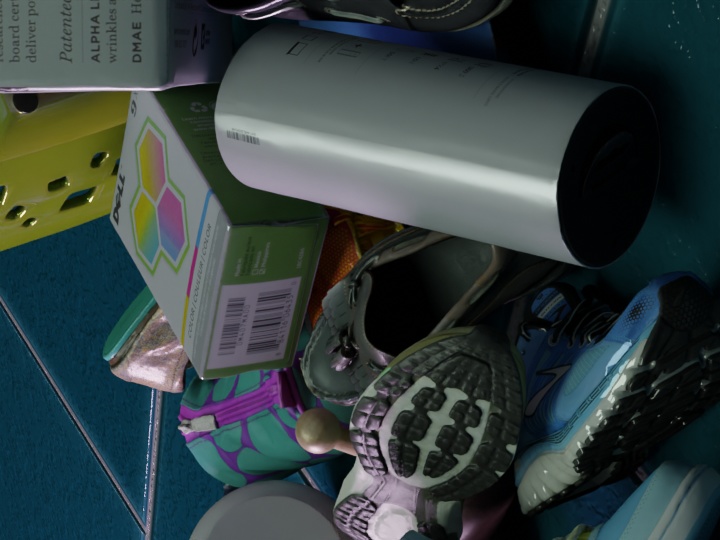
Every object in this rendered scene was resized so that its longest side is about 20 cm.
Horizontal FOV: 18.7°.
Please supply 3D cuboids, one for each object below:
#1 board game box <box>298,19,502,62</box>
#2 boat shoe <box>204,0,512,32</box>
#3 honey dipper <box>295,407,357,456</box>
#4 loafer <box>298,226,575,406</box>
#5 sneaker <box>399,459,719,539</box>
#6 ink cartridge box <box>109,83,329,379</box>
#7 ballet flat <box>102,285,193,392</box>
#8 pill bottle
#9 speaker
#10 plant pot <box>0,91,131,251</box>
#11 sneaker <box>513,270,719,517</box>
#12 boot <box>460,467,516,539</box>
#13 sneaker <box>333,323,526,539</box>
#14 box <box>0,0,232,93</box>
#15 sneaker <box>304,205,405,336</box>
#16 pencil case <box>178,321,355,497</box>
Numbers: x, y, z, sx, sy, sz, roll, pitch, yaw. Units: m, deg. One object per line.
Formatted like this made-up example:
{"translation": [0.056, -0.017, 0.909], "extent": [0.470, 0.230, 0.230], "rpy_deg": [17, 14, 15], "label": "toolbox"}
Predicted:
{"translation": [0.026, -0.134, 1.051], "extent": [0.158, 0.039, 0.201], "rpy_deg": [21, 131, 50], "label": "board game box"}
{"translation": [-0.005, -0.135, 0.992], "extent": [0.199, 0.062, 0.073], "rpy_deg": [12, 124, 54], "label": "boat shoe"}
{"translation": [0.009, 0.096, 1.139], "extent": [0.038, 0.038, 0.200], "rpy_deg": [59, -169, 18], "label": "honey dipper"}
{"translation": [0.024, 0.012, 1.068], "extent": [0.200, 0.063, 0.072], "rpy_deg": [-37, 77, 43], "label": "loafer"}
{"translation": [0.066, 0.141, 0.992], "extent": [0.130, 0.079, 0.201], "rpy_deg": [39, 106, 16], "label": "sneaker"}
{"translation": [-0.090, -0.045, 1.202], "extent": [0.200, 0.059, 0.104], "rpy_deg": [57, 143, 42], "label": "ink cartridge box"}
{"translation": [-0.080, -0.003, 1.314], "extent": [0.200, 0.067, 0.068], "rpy_deg": [-52, 15, 30], "label": "ballet flat"}
{"translation": [-0.049, 0.185, 1.308], "extent": [0.113, 0.112, 0.200], "rpy_deg": [63, 175, 10], "label": "pill bottle"}
{"translation": [0.032, -0.059, 0.977], "extent": [0.199, 0.081, 0.082], "rpy_deg": [14, 125, 37], "label": "speaker"}
{"translation": [-0.206, -0.140, 1.337], "extent": [0.201, 0.198, 0.181], "rpy_deg": [64, 149, 8], "label": "plant pot"}
{"translation": [0.101, 0.044, 0.996], "extent": [0.090, 0.078, 0.200], "rpy_deg": [64, 155, 15], "label": "sneaker"}
{"translation": [0.088, 0.197, 1.187], "extent": [0.166, 0.072, 0.200], "rpy_deg": [46, 148, 16], "label": "boot"}
{"translation": [0.037, 0.065, 1.042], "extent": [0.076, 0.089, 0.200], "rpy_deg": [24, 147, -1], "label": "sneaker"}
{"translation": [-0.141, -0.188, 1.078], "extent": [0.199, 0.130, 0.202], "rpy_deg": [-47, -43, -82], "label": "box"}
{"translation": [0.000, 0.000, 1.172], "extent": [0.201, 0.073, 0.077], "rpy_deg": [55, 146, 22], "label": "sneaker"}
{"translation": [-0.041, 0.077, 1.292], "extent": [0.200, 0.092, 0.086], "rpy_deg": [148, 112, -63], "label": "pencil case"}
